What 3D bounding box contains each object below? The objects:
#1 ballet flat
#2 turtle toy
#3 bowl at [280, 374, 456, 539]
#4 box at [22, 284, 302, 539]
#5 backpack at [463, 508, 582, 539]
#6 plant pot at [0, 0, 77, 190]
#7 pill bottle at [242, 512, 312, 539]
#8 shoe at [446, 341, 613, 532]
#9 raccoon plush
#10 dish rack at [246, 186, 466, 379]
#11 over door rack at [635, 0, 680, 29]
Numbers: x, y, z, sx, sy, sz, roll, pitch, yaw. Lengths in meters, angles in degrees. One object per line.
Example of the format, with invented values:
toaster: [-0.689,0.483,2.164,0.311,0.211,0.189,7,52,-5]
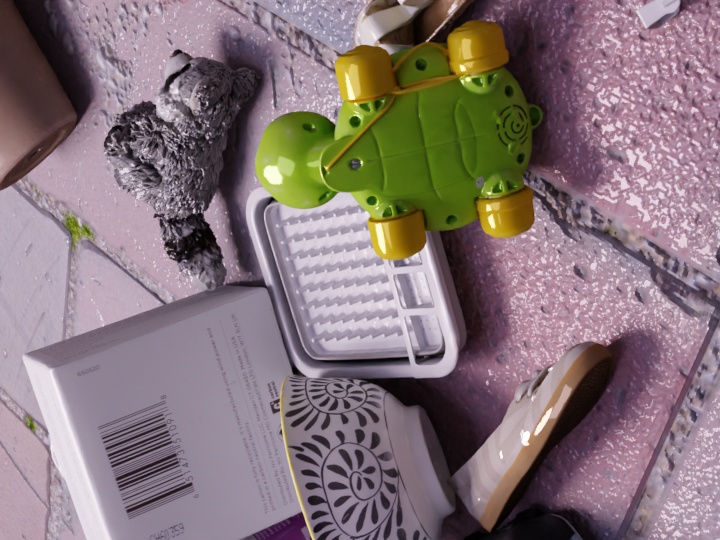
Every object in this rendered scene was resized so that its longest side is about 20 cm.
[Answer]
ballet flat: [0.036,-0.186,0.850,0.071,0.065,0.200,55,137,11]
turtle toy: [0.026,-0.088,0.845,0.101,0.199,0.146,-104,3,-75]
bowl: [0.018,0.163,0.979,0.094,0.201,0.201,-20,95,8]
box: [-0.159,0.135,1.074,0.131,0.200,0.199,4,113,65]
backpack: [0.124,0.307,0.934,0.200,0.150,0.177,56,136,4]
plant pot: [-0.376,-0.173,1.201,0.175,0.200,0.200,48,138,-5]
pill bottle: [-0.115,0.280,1.113,0.112,0.200,0.113,23,125,37]
shoe: [0.118,0.116,0.901,0.053,0.070,0.200,43,133,20]
raccoon plush: [-0.123,-0.091,1.061,0.134,0.097,0.200,-14,118,38]
dish rack: [0.000,0.000,0.988,0.200,0.043,0.172,-8,103,47]
over door rack: [0.249,-0.124,0.662,0.200,0.067,0.148,-34,82,47]
